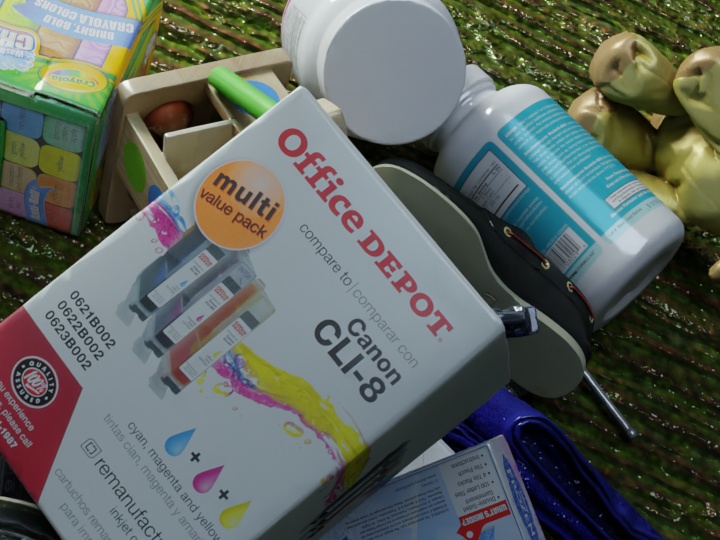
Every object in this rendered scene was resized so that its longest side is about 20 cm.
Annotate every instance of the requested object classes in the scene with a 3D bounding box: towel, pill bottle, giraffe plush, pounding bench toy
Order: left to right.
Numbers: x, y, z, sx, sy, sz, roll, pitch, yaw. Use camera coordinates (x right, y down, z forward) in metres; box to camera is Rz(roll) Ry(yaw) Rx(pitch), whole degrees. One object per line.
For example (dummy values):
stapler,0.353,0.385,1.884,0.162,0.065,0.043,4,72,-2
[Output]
pounding bench toy,-0.077,-0.073,0.902,0.124,0.201,0.156,-16,58,-29
pill bottle,0.008,-0.155,0.997,0.113,0.114,0.200,11,15,-12
towel,0.096,0.119,0.829,0.050,0.200,0.148,-45,107,-4
pill bottle,0.129,-0.058,1.030,0.111,0.111,0.200,-32,71,-35
giraffe plush,0.271,-0.100,1.101,0.199,0.173,0.162,29,28,16

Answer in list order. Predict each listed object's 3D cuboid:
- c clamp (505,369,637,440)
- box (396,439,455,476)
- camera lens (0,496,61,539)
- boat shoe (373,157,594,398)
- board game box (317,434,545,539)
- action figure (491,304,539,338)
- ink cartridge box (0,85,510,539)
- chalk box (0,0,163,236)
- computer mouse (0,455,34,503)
c clamp,0.072,0.074,0.965,0.199,0.027,0.171,-19,63,-31
box,0.028,0.170,0.804,0.124,0.098,0.200,-44,75,-7
camera lens,-0.186,0.211,0.657,0.159,0.200,0.161,10,52,-13
boat shoe,0.077,-0.003,0.943,0.201,0.074,0.063,43,39,-13
board game box,0.017,0.212,0.716,0.201,0.199,0.041,69,18,8
action figure,0.000,0.000,0.828,0.198,0.194,0.105,-8,66,2
ink cartridge box,-0.049,0.046,0.648,0.200,0.145,0.146,-39,76,-4
chalk box,-0.218,-0.116,0.939,0.123,0.125,0.201,18,52,-5
computer mouse,-0.236,0.104,0.756,0.052,0.200,0.140,7,88,21
